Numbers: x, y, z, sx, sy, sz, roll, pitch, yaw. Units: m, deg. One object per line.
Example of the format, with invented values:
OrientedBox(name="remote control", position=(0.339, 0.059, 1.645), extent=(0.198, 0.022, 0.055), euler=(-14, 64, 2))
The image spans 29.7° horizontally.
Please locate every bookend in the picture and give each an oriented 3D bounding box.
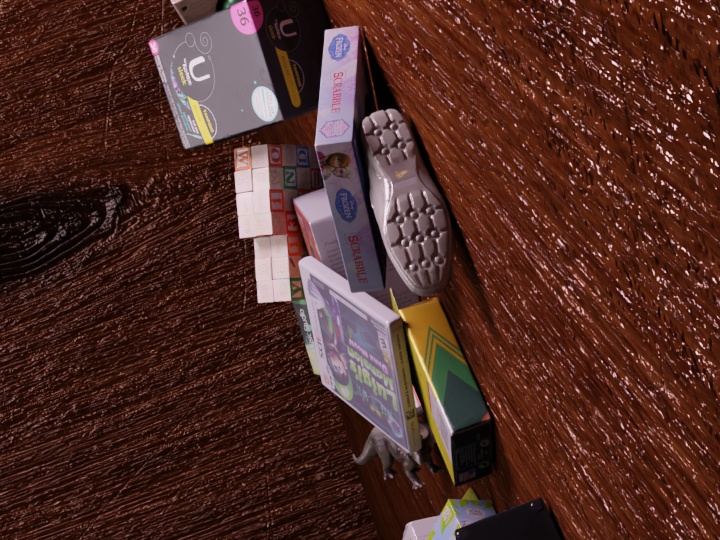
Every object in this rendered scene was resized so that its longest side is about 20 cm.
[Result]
OrientedBox(name="bookend", position=(0.170, 0.356, 1.289), extent=(0.201, 0.091, 0.200), euler=(79, 171, -55))

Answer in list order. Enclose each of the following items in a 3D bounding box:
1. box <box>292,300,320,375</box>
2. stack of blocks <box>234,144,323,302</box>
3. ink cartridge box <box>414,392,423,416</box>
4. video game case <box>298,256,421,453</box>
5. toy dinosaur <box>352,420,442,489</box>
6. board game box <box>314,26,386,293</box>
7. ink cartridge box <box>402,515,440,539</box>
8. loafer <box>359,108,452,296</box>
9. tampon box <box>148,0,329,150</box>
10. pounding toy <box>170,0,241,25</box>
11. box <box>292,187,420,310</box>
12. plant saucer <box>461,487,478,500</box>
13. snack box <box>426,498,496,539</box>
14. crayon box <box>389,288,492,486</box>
OrientedBox(name="box", position=(-0.037, 0.036, 2.018), extent=(0.036, 0.144, 0.202), euler=(4, 117, 46))
OrientedBox(name="stack of blocks", position=(-0.102, -0.060, 1.774), extent=(0.115, 0.058, 0.202), euler=(-4, -90, -54))
OrientedBox(name="ink cartridge box", position=(0.049, 0.125, 1.927), extent=(0.200, 0.050, 0.162), euler=(90, 161, -78))
OrientedBox(name="video game case", position=(-0.002, 0.097, 1.600), extent=(0.200, 0.023, 0.183), euler=(33, 140, 50))
OrientedBox(name="toy dinosaur", position=(0.059, 0.258, 1.986), extent=(0.199, 0.077, 0.103), euler=(6, 119, 57))
OrientedBox(name="board game box", position=(-0.005, -0.118, 1.432), extent=(0.201, 0.041, 0.201), euler=(-88, -11, -46))
OrientedBox(name="ink cartridge box", position=(0.129, 0.471, 1.963), extent=(0.147, 0.083, 0.201), euler=(101, 153, -55))
OrientedBox(name="loafer", position=(0.047, -0.062, 1.309), extent=(0.070, 0.069, 0.202), euler=(73, -177, -63))
OrientedBox(name="tampon box", position=(-0.139, -0.252, 1.694), extent=(0.199, 0.126, 0.151), euler=(-11, 101, 46))
OrientedBox(name="pounding toy", position=(-0.172, -0.415, 1.796), extent=(0.142, 0.183, 0.201), euler=(57, -171, -60))
OrientedBox(name="box", position=(0.000, 0.000, 1.709), extent=(0.152, 0.105, 0.202), euler=(-128, 20, -73))
OrientedBox(name="plant saucer", position=(0.166, 0.412, 1.714), extent=(0.200, 0.047, 0.202), euler=(-117, 11, -57))
OrientedBox(name="snack box", position=(0.129, 0.397, 1.580), extent=(0.170, 0.067, 0.201), euler=(-67, 30, 31))
OrientedBox(name="crayon box", position=(0.090, 0.122, 1.517), extent=(0.127, 0.050, 0.201), euler=(81, 169, -56))
